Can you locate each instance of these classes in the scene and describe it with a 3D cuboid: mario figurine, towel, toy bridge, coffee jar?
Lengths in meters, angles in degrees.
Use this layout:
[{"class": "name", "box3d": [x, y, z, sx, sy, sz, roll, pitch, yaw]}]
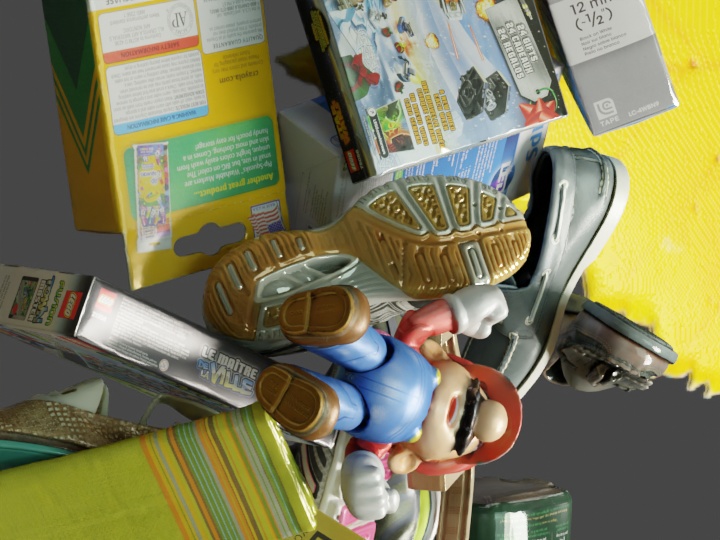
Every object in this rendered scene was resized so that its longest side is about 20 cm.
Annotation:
[{"class": "mario figurine", "box3d": [0.035, 0.069, 1.257, 0.123, 0.106, 0.200, -43, 149, 15]}, {"class": "towel", "box3d": [-0.129, 0.128, 1.249, 0.018, 0.199, 0.086, -84, 157, -59]}, {"class": "toy bridge", "box3d": [0.051, 0.118, 1.397, 0.067, 0.027, 0.202, -38, 127, -65]}, {"class": "coffee jar", "box3d": [0.087, 0.242, 1.510, 0.104, 0.085, 0.202, -3, 95, -45]}]

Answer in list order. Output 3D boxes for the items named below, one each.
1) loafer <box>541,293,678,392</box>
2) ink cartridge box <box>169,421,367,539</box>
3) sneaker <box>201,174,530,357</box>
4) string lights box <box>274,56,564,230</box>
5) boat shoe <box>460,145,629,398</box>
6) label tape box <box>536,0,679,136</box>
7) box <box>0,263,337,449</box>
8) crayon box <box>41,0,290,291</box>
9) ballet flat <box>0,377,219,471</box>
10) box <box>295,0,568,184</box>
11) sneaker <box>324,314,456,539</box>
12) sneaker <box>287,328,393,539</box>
[{"class": "loafer", "box3d": [0.159, 0.059, 1.499, 0.072, 0.200, 0.063, 31, 91, -4]}, {"class": "ink cartridge box", "box3d": [-0.086, 0.210, 1.284, 0.198, 0.199, 0.047, -50, 153, -27]}, {"class": "sneaker", "box3d": [0.000, 0.000, 1.337, 0.199, 0.088, 0.076, -13, 74, -12]}, {"class": "string lights box", "box3d": [0.034, -0.073, 1.424, 0.199, 0.059, 0.103, -25, 139, -38]}, {"class": "boat shoe", "box3d": [0.102, 0.007, 1.489, 0.061, 0.073, 0.201, 18, 108, -33]}, {"class": "label tape box", "box3d": [0.138, -0.206, 1.473, 0.066, 0.143, 0.201, -18, 113, 3]}, {"class": "box", "box3d": [-0.114, 0.049, 1.294, 0.199, 0.110, 0.035, 27, 76, -40]}, {"class": "crayon box", "box3d": [-0.113, -0.101, 1.320, 0.125, 0.051, 0.202, -16, 104, -40]}, {"class": "ballet flat", "box3d": [-0.134, 0.098, 1.283, 0.199, 0.071, 0.066, 14, 61, -12]}, {"class": "box", "box3d": [0.030, -0.166, 1.331, 0.136, 0.040, 0.201, -17, 91, -25]}, {"class": "sneaker", "box3d": [0.004, 0.108, 1.442, 0.081, 0.074, 0.202, 10, 80, -35]}, {"class": "sneaker", "box3d": [-0.033, 0.126, 1.380, 0.074, 0.087, 0.201, -7, 113, -62]}]
